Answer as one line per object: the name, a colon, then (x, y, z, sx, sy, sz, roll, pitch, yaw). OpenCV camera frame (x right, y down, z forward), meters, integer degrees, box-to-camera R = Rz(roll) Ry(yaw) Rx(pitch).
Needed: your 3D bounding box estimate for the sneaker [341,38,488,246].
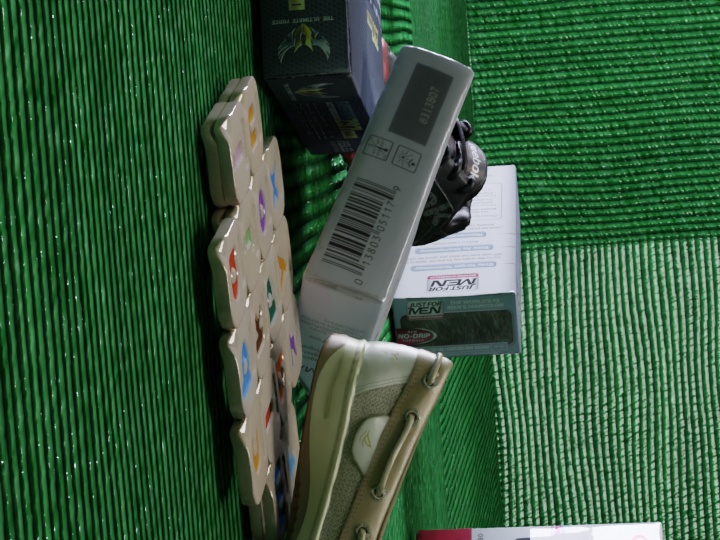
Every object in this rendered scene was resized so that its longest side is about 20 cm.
sneaker: (0.030, -0.084, 1.488, 0.201, 0.097, 0.071, 76, 14, -53)

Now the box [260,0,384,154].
box: (-0.020, -0.159, 1.277, 0.200, 0.051, 0.159, 55, 33, -79)

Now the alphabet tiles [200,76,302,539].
alphabet tiles: (-0.048, 0.018, 1.066, 0.196, 0.014, 0.201, -77, 162, -72)

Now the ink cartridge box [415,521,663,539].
ink cartridge box: (0.142, 0.278, 1.820, 0.148, 0.198, 0.086, -89, 172, -45)

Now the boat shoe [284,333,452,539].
boat shoe: (-0.003, 0.132, 1.069, 0.073, 0.063, 0.202, 86, 13, -79)

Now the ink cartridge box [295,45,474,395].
ink cartridge box: (0.000, 0.000, 1.272, 0.200, 0.057, 0.163, 115, -3, -56)

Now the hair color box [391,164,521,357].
hair color box: (0.079, -0.009, 1.887, 0.200, 0.098, 0.061, -84, 169, -58)
